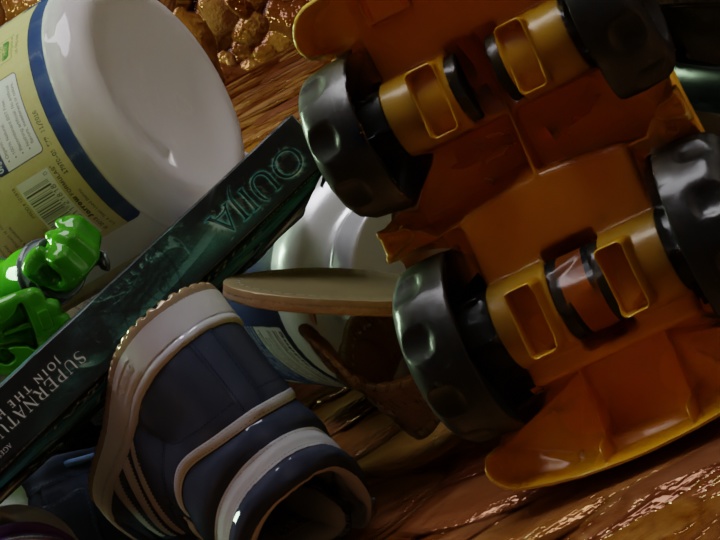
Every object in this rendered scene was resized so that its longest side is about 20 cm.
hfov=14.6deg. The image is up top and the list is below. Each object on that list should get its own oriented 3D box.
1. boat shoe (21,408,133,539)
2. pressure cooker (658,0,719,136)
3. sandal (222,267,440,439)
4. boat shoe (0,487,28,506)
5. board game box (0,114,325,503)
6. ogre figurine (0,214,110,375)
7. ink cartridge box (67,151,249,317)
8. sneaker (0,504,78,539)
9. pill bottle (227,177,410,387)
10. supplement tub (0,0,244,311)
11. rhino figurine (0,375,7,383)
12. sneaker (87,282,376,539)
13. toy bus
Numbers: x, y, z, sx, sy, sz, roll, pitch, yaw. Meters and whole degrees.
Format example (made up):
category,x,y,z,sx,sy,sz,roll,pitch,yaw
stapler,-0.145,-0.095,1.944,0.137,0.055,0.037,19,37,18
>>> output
category,x,y,z,sx,sy,sz,roll,pitch,yaw
boat shoe,-0.113,0.083,1.348,0.084,0.069,0.200,-27,9,7
pressure cooker,0.213,-0.117,1.162,0.200,0.179,0.176,-34,-17,-29
sandal,0.035,0.036,1.174,0.211,0.070,0.078,-4,13,-39
boat shoe,-0.227,0.134,1.401,0.071,0.069,0.200,-26,7,35
board game box,-0.097,0.023,1.185,0.200,0.028,0.135,-44,-3,-11
ogre figurine,-0.198,0.056,1.336,0.120,0.098,0.201,-156,84,-71
ink cartridge box,-0.153,-0.004,1.601,0.200,0.136,0.076,-58,10,-3
sneaker,-0.175,0.160,1.111,0.200,0.081,0.088,-33,18,-30
pill bottle,0.000,0.000,1.332,0.111,0.111,0.200,-31,10,-18
supplement tub,-0.176,-0.048,1.460,0.200,0.145,0.144,-29,8,25
rhino figurine,-0.178,0.071,1.463,0.199,0.060,0.087,-5,7,-30
sneaker,-0.053,0.095,1.158,0.070,0.109,0.200,-34,-20,-20
toy bus,0.082,-0.039,1.073,0.135,0.201,0.192,-26,2,18
